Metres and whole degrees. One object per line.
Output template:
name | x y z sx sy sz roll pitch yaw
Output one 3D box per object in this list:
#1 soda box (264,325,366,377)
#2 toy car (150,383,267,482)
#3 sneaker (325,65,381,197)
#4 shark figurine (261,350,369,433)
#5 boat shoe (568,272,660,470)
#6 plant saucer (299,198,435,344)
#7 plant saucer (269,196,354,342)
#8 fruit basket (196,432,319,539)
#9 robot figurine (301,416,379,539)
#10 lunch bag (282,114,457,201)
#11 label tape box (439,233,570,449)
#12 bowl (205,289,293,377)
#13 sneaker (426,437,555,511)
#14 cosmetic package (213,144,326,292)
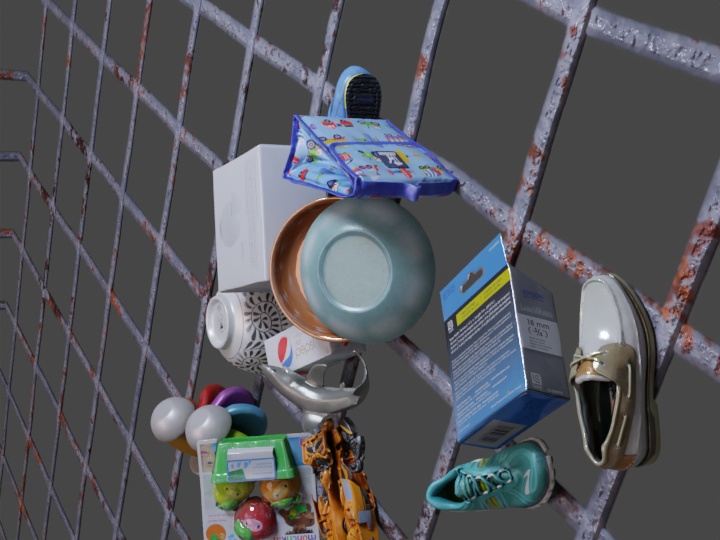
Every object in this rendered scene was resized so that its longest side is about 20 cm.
soda box | -0.072 0.114 1.552 0.200 0.064 0.068 -30 67 55
toy car | -0.241 0.266 1.761 0.200 0.175 0.150 5 53 40
sneaker | -0.016 -0.188 1.455 0.078 0.066 0.200 -137 53 -62
shark figurine | -0.048 0.191 1.472 0.214 0.090 0.128 -7 130 44
boat shoe | 0.251 0.100 1.038 0.075 0.068 0.200 -25 71 55
plant saucer | 0.000 0.000 1.362 0.201 0.039 0.201 2 95 24
plant saucer | -0.029 -0.002 1.422 0.200 0.037 0.201 1 93 20
fruit basket | -0.161 0.360 1.614 0.094 0.185 0.200 73 -166 -82
robot figurine | -0.032 0.314 1.505 0.145 0.058 0.200 -40 59 50
lunch bag | 0.015 -0.126 1.318 0.200 0.150 0.094 38 123 50
label tape box | 0.160 0.082 1.174 0.144 0.063 0.200 -48 37 48
bowl | -0.198 0.084 1.722 0.201 0.094 0.201 6 97 56
sneaker | 0.151 0.248 1.194 0.200 0.080 0.078 -38 60 51
cosmetic package | -0.132 -0.073 1.567 0.200 0.123 0.200 -12 81 64
